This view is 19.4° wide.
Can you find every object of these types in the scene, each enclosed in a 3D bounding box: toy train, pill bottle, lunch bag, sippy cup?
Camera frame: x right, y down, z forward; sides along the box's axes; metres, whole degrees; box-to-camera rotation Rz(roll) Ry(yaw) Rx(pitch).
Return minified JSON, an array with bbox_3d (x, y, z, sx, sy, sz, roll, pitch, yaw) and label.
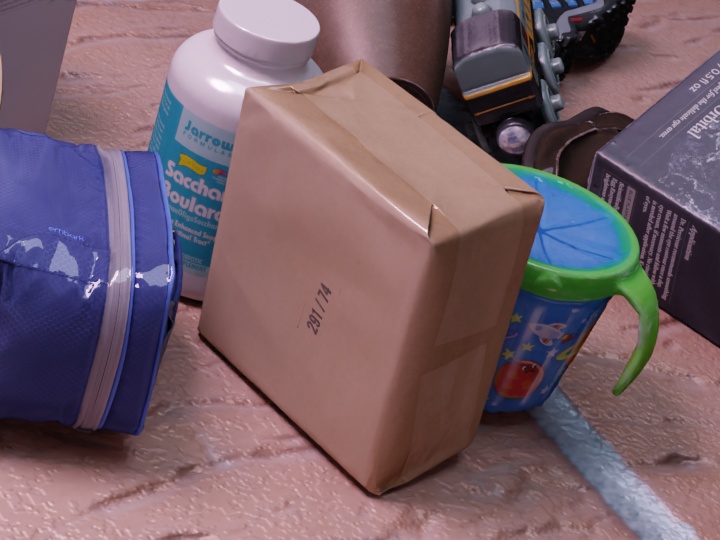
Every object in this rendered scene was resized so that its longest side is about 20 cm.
[{"bbox_3d":[0.117,-0.184,1.739,0.085,0.114,0.200,-15,38,14],"label":"toy train"},{"bbox_3d":[-0.086,-0.086,1.424,0.110,0.201,0.111,13,32,-8],"label":"pill bottle"},{"bbox_3d":[-0.176,0.004,1.299,0.132,0.136,0.200,10,31,-15],"label":"lunch bag"},{"bbox_3d":[0.102,0.018,1.415,0.139,0.131,0.178,1,35,-31],"label":"sippy cup"}]

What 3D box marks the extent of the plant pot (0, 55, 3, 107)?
[{"bbox_3d":[-0.320,-0.110,1.380,0.200,0.200,0.027,33,-1,21],"label":"plant pot"}]

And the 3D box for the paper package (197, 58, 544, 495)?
[{"bbox_3d":[0.000,0.000,1.334,0.103,0.201,0.190,-20,47,-39],"label":"paper package"}]

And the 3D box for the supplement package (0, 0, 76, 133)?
[{"bbox_3d":[-0.281,-0.184,1.471,0.119,0.201,0.121,30,32,18],"label":"supplement package"}]

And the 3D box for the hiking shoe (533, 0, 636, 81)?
[{"bbox_3d":[0.180,-0.228,1.905,0.087,0.075,0.200,33,34,21],"label":"hiking shoe"}]

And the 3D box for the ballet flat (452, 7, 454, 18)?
[{"bbox_3d":[0.110,-0.291,1.971,0.068,0.069,0.200,24,31,10],"label":"ballet flat"}]

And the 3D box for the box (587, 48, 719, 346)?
[{"bbox_3d":[0.306,-0.052,1.609,0.200,0.118,0.197,35,55,24],"label":"box"}]

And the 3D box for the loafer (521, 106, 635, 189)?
[{"bbox_3d":[0.185,-0.087,1.673,0.071,0.073,0.200,7,25,26],"label":"loafer"}]

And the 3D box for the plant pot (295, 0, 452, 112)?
[{"bbox_3d":[-0.002,-0.190,1.678,0.186,0.187,0.201,6,48,-21],"label":"plant pot"}]
